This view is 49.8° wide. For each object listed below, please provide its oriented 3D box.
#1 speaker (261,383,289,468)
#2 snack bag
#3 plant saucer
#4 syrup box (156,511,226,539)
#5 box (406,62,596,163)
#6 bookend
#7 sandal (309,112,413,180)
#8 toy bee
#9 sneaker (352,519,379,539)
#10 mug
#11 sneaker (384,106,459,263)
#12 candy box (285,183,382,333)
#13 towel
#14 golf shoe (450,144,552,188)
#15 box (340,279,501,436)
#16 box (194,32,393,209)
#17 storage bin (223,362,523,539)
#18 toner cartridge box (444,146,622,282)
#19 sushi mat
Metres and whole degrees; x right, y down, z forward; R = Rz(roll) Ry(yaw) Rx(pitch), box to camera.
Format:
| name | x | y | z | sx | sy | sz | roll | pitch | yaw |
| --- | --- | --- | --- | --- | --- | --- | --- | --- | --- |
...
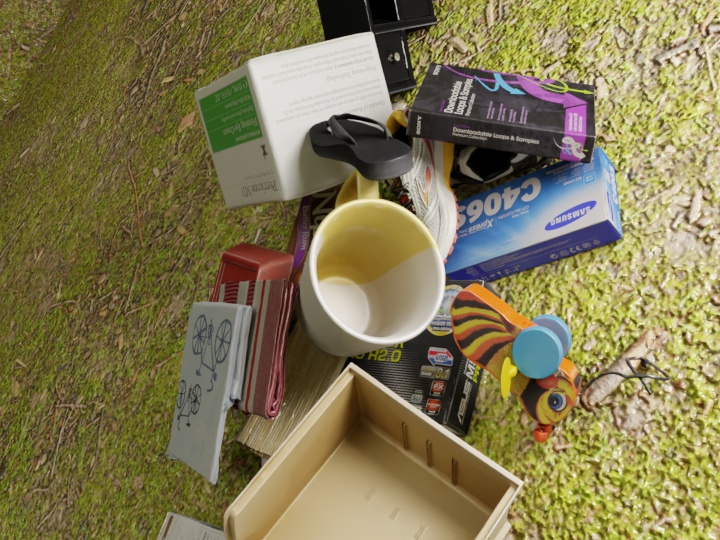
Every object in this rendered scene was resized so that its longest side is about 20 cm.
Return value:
| name | x | y | z | sx | sy | sz | roll | pitch | yaw |
| --- | --- | --- | --- | --- | --- | --- | --- | --- | --- |
| speaker | -0.077 | 0.214 | 0.905 | 0.080 | 0.081 | 0.203 | -33 | 46 | 23 |
| snack bag | -0.181 | 0.138 | 0.920 | 0.187 | 0.021 | 0.206 | -3 | 78 | 61 |
| plant saucer | -0.162 | 0.066 | 1.011 | 0.198 | 0.036 | 0.205 | 14 | 90 | 62 |
| syrup box | -0.154 | 0.345 | 0.894 | 0.197 | 0.078 | 0.083 | -2 | 62 | 44 |
| box | 0.158 | -0.178 | 0.857 | 0.194 | 0.037 | 0.144 | 9 | 36 | 10 |
| bookend | 0.045 | -0.347 | 1.142 | 0.091 | 0.197 | 0.205 | -1 | 106 | 43 |
| sandal | 0.001 | -0.148 | 0.859 | 0.075 | 0.044 | 0.200 | -21 | 27 | -20 |
| toy bee | 0.164 | 0.101 | 0.730 | 0.199 | 0.129 | 0.111 | 34 | 112 | 39 |
| sneaker | 0.019 | 0.261 | 0.781 | 0.077 | 0.079 | 0.203 | -35 | 43 | 20 |
| mug | 0.004 | 0.009 | 0.848 | 0.189 | 0.148 | 0.153 | -59 | 6 | -26 |
| sneaker | 0.062 | -0.089 | 0.897 | 0.078 | 0.080 | 0.206 | 158 | 112 | -63 |
| candy box | -0.048 | -0.020 | 1.056 | 0.115 | 0.056 | 0.205 | -7 | 60 | 44 |
| towel | -0.130 | 0.085 | 0.891 | 0.198 | 0.022 | 0.148 | -3 | 77 | 60 |
| golf shoe | 0.127 | -0.139 | 0.924 | 0.197 | 0.094 | 0.080 | -11 | 98 | 42 |
| box | 0.053 | 0.093 | 0.889 | 0.197 | 0.044 | 0.164 | -1 | 64 | 44 |
| box | -0.085 | -0.194 | 1.039 | 0.197 | 0.176 | 0.197 | -23 | 12 | -30 |
| storage bin | 0.009 | 0.230 | 0.702 | 0.198 | 0.095 | 0.199 | 31 | 61 | 26 |
| toner cartridge box | 0.185 | -0.054 | 0.861 | 0.197 | 0.043 | 0.097 | -21 | 52 | 34 |
| sushi mat | -0.068 | 0.125 | 0.906 | 0.094 | 0.012 | 0.203 | 10 | 61 | 32 |
